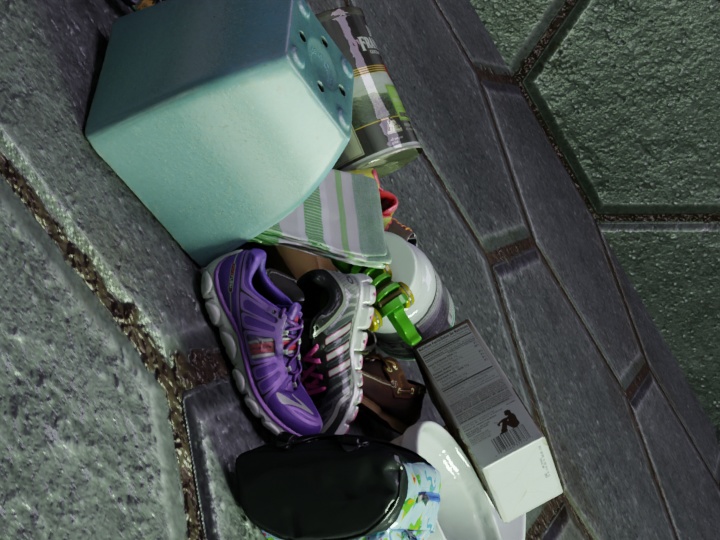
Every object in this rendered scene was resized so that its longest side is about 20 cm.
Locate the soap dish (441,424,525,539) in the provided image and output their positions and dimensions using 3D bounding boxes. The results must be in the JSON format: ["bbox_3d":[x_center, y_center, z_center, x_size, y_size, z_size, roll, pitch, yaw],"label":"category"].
[{"bbox_3d":[0.128,0.286,1.765,0.158,0.081,0.200,59,18,-15],"label":"soap dish"}]

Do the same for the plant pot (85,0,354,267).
[{"bbox_3d":[-0.118,-0.163,1.445,0.196,0.199,0.197,50,28,-35],"label":"plant pot"}]

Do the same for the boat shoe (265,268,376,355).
[{"bbox_3d":[-0.052,0.045,1.608,0.201,0.060,0.072,42,28,-51],"label":"boat shoe"}]

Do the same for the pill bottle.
[{"bbox_3d":[0.041,0.029,1.760,0.200,0.113,0.114,52,18,-67],"label":"pill bottle"}]

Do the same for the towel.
[{"bbox_3d":[-0.066,-0.074,1.613,0.199,0.023,0.153,13,40,-19],"label":"towel"}]

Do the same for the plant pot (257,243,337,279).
[{"bbox_3d":[-0.083,-0.046,1.706,0.200,0.027,0.200,55,19,-30],"label":"plant pot"}]

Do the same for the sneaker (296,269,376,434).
[{"bbox_3d":[-0.045,0.086,1.518,0.087,0.074,0.201,23,67,-31],"label":"sneaker"}]

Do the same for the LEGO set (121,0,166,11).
[{"bbox_3d":[-0.178,-0.313,1.549,0.200,0.116,0.154,40,-18,-23],"label":"LEGO set"}]

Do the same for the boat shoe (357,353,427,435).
[{"bbox_3d":[0.017,0.127,1.655,0.070,0.071,0.200,27,-6,27],"label":"boat shoe"}]

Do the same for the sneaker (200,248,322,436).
[{"bbox_3d":[-0.084,0.073,1.439,0.201,0.083,0.081,65,18,-1],"label":"sneaker"}]

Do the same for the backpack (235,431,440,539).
[{"bbox_3d":[-0.003,0.214,1.380,0.200,0.162,0.155,-8,94,-71],"label":"backpack"}]

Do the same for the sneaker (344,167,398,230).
[{"bbox_3d":[0.009,-0.059,1.852,0.200,0.090,0.078,65,5,-59],"label":"sneaker"}]

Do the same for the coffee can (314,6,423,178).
[{"bbox_3d":[-0.025,-0.216,1.911,0.201,0.146,0.146,67,17,6],"label":"coffee can"}]

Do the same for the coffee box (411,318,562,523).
[{"bbox_3d":[0.141,0.167,1.677,0.200,0.080,0.113,60,-5,45],"label":"coffee box"}]

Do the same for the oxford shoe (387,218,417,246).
[{"bbox_3d":[0.038,-0.046,1.978,0.071,0.073,0.201,21,45,-65],"label":"oxford shoe"}]

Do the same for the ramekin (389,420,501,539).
[{"bbox_3d":[0.063,0.268,1.559,0.200,0.105,0.201,55,19,-29],"label":"ramekin"}]

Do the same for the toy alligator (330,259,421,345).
[{"bbox_3d":[0.000,0.000,1.632,0.200,0.059,0.054,48,-25,22],"label":"toy alligator"}]
